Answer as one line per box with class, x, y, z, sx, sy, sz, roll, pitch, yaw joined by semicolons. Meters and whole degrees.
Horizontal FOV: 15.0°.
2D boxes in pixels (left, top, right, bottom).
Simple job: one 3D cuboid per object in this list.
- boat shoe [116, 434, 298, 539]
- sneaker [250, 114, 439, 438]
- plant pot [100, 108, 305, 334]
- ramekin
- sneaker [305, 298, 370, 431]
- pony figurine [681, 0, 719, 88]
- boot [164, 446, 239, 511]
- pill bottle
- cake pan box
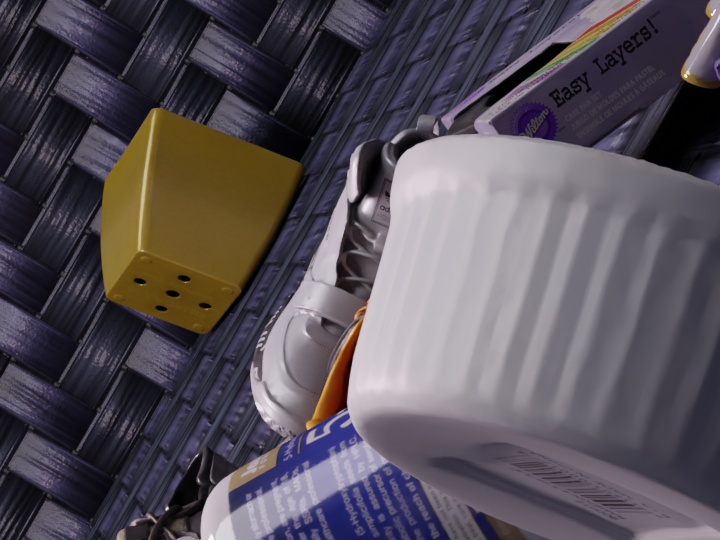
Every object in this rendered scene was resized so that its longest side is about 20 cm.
boat shoe;-0.094;0.150;1.330;0.200;0.065;0.072;-46;15;14
sneaker;0.000;0.000;1.529;0.115;0.075;0.200;110;-175;-46
plant pot;-0.205;-0.044;3.261;0.200;0.200;0.177;131;156;-54
ramekin;0.092;0.038;0.961;0.200;0.200;0.098;145;146;-72
sneaker;0.030;0.034;1.418;0.077;0.078;0.200;53;-128;-52
pony figurine;0.210;-0.181;1.273;0.193;0.166;0.200;-58;-14;-63
boot;-0.048;0.143;1.676;0.070;0.132;0.200;-58;8;17
pill bottle;-0.003;0.127;1.224;0.200;0.120;0.120;-30;16;14
cake pan box;0.141;-0.119;1.525;0.200;0.052;0.184;-37;5;-2
